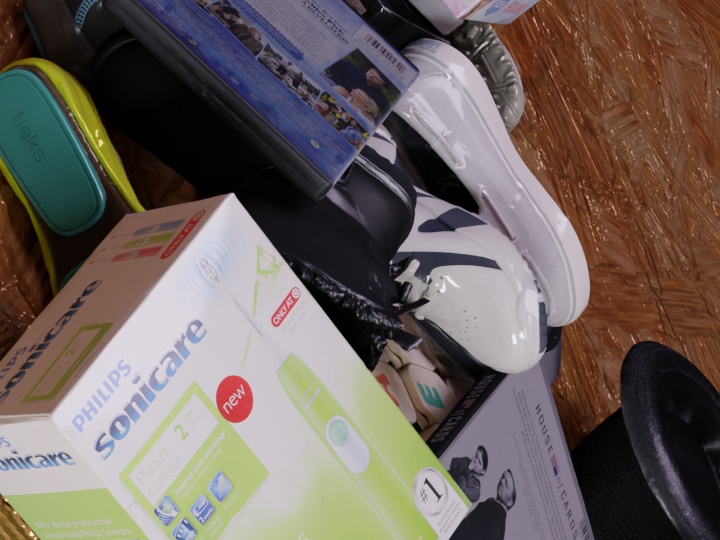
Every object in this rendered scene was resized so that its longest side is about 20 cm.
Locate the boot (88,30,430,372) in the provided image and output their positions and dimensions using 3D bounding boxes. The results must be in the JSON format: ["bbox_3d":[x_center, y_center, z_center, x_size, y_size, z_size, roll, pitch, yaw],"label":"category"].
[{"bbox_3d":[-0.056,-0.030,1.394,0.198,0.073,0.162,31,29,-9],"label":"boot"}]

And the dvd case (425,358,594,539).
[{"bbox_3d":[0.077,0.146,1.588,0.200,0.025,0.150,-45,123,-59],"label":"dvd case"}]

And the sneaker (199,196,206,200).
[{"bbox_3d":[-0.039,0.053,1.479,0.200,0.074,0.089,63,-2,21],"label":"sneaker"}]

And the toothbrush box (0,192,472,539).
[{"bbox_3d":[-0.064,0.089,1.272,0.200,0.086,0.146,53,54,-22],"label":"toothbrush box"}]

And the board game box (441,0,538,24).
[{"bbox_3d":[0.025,-0.232,1.648,0.200,0.041,0.200,52,11,5],"label":"board game box"}]

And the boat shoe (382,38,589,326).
[{"bbox_3d":[0.066,-0.037,1.632,0.069,0.072,0.200,-47,126,-31],"label":"boat shoe"}]

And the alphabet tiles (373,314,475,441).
[{"bbox_3d":[0.036,0.046,1.660,0.196,0.015,0.200,22,40,-59],"label":"alphabet tiles"}]

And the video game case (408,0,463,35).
[{"bbox_3d":[-0.022,-0.231,1.618,0.200,0.018,0.143,40,17,-46],"label":"video game case"}]

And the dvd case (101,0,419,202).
[{"bbox_3d":[-0.046,-0.117,1.438,0.143,0.018,0.200,42,24,-4],"label":"dvd case"}]

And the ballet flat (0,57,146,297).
[{"bbox_3d":[-0.121,-0.012,1.362,0.200,0.067,0.067,66,18,10],"label":"ballet flat"}]

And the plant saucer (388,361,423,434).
[{"bbox_3d":[0.030,0.108,1.624,0.070,0.019,0.200,28,40,-56],"label":"plant saucer"}]

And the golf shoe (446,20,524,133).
[{"bbox_3d":[0.050,-0.125,1.740,0.097,0.078,0.200,32,5,-44],"label":"golf shoe"}]

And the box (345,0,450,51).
[{"bbox_3d":[-0.049,-0.196,1.637,0.200,0.079,0.141,55,14,13],"label":"box"}]

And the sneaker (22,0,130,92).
[{"bbox_3d":[-0.095,-0.121,1.517,0.200,0.082,0.073,15,48,-64],"label":"sneaker"}]

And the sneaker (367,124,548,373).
[{"bbox_3d":[0.000,0.000,1.549,0.130,0.079,0.199,-32,78,-37],"label":"sneaker"}]

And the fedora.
[{"bbox_3d":[0.195,0.143,1.851,0.201,0.092,0.201,48,26,-33],"label":"fedora"}]

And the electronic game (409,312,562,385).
[{"bbox_3d":[0.057,-0.011,1.715,0.200,0.042,0.200,43,27,-28],"label":"electronic game"}]
